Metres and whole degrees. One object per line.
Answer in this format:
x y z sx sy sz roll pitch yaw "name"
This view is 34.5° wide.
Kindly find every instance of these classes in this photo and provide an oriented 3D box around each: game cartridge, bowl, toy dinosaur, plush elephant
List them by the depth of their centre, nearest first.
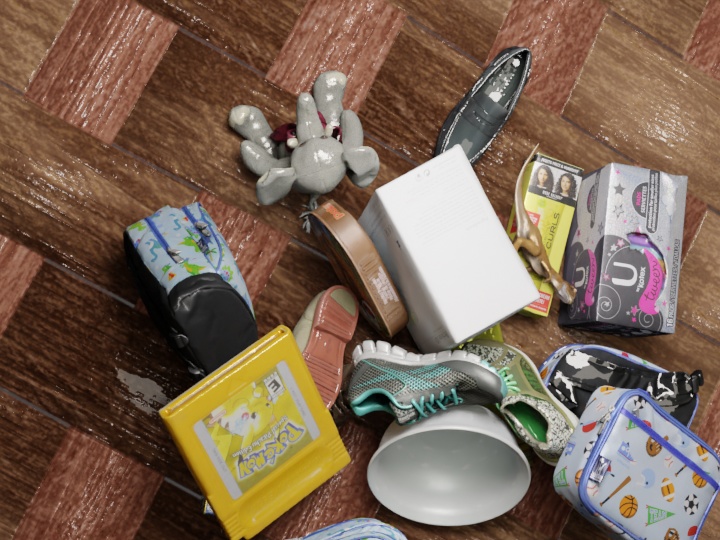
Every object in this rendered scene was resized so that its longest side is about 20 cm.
-0.116 0.192 1.332 0.175 0.032 0.202 -35 118 -19 "game cartridge"
-0.062 -0.148 1.417 0.162 0.155 0.204 -15 87 -12 "plush elephant"
0.108 0.220 1.424 0.197 0.203 0.091 14 43 -9 "bowl"
0.209 -0.045 1.469 0.105 0.060 0.203 -24 95 -36 "toy dinosaur"

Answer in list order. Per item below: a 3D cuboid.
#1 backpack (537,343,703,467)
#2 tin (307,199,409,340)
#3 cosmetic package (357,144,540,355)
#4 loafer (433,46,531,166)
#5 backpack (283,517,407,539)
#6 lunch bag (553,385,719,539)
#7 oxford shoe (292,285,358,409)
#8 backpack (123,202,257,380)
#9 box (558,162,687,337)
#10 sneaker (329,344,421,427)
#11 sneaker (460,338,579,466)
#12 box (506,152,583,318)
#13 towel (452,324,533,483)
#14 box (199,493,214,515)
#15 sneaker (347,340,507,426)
0.302 0.182 1.457 0.188 0.154 0.203 28 81 -10 "backpack"
0.000 0.000 1.410 0.042 0.112 0.201 -33 128 -8 "tin"
0.098 -0.013 1.405 0.122 0.199 0.202 -28 84 -11 "cosmetic package"
0.160 -0.208 1.509 0.068 0.070 0.202 34 80 -5 "loafer"
-0.024 0.384 1.394 0.197 0.154 0.165 -21 82 -25 "backpack"
0.322 0.230 1.334 0.199 0.075 0.162 38 75 -22 "lunch bag"
-0.062 0.117 1.426 0.070 0.073 0.202 34 67 -23 "oxford shoe"
-0.202 0.013 1.360 0.154 0.164 0.199 -43 49 -18 "backpack"
0.336 -0.023 1.494 0.113 0.132 0.204 8 83 -11 "box"
-0.011 0.147 1.440 0.198 0.076 0.071 -30 91 -12 "sneaker"
0.184 0.148 1.377 0.200 0.088 0.077 44 101 32 "sneaker"
0.229 -0.045 1.518 0.074 0.050 0.203 18 82 -9 "box"
0.163 0.167 1.504 0.085 0.018 0.204 -13 87 -16 "towel"
-0.146 0.197 1.413 0.063 0.070 0.204 12 82 -11 "box"
0.072 0.144 1.343 0.197 0.078 0.092 3 50 26 "sneaker"
